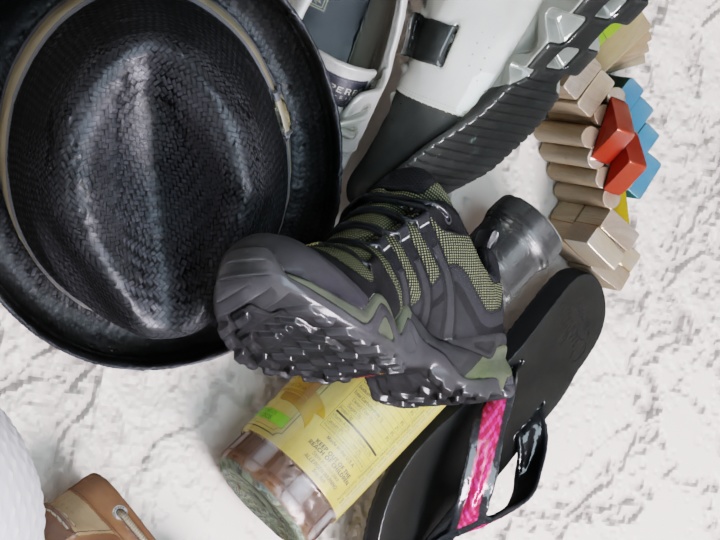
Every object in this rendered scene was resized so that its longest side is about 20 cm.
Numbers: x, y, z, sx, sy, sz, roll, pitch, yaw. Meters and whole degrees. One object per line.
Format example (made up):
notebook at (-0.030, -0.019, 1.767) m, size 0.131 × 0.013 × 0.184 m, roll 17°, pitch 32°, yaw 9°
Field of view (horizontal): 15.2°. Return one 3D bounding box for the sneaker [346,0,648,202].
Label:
sneaker at (0.055, -0.111, 1.292) m, size 0.200 × 0.089 × 0.074 m, roll -46°, pitch 158°, yaw 16°

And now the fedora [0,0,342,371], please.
fedora at (-0.093, -0.043, 1.184) m, size 0.201 × 0.092 × 0.201 m, roll -2°, pitch 105°, yaw -7°

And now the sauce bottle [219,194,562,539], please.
sauce bottle at (0.018, 0.044, 1.305) m, size 0.200 × 0.065 × 0.065 m, roll -45°, pitch 115°, yaw -18°

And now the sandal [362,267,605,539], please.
sandal at (0.069, 0.085, 1.335) m, size 0.200 × 0.045 × 0.075 m, roll -52°, pitch 145°, yaw -15°

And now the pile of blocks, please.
pile of blocks at (0.126, -0.087, 1.346) m, size 0.082 × 0.062 × 0.200 m, roll -19°, pitch 106°, yaw -25°

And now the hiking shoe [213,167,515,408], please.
hiking shoe at (0.000, 0.000, 1.203) m, size 0.200 × 0.076 × 0.101 m, roll 24°, pitch 62°, yaw -55°

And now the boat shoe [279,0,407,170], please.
boat shoe at (-0.019, -0.090, 1.264) m, size 0.072 × 0.066 × 0.200 m, roll 23°, pitch 85°, yaw -29°

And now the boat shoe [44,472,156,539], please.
boat shoe at (-0.081, 0.174, 1.262) m, size 0.072 × 0.076 × 0.200 m, roll -50°, pitch 118°, yaw -17°

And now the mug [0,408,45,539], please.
mug at (-0.217, 0.080, 1.125) m, size 0.148 × 0.175 × 0.200 m, roll -28°, pitch 76°, yaw 4°
